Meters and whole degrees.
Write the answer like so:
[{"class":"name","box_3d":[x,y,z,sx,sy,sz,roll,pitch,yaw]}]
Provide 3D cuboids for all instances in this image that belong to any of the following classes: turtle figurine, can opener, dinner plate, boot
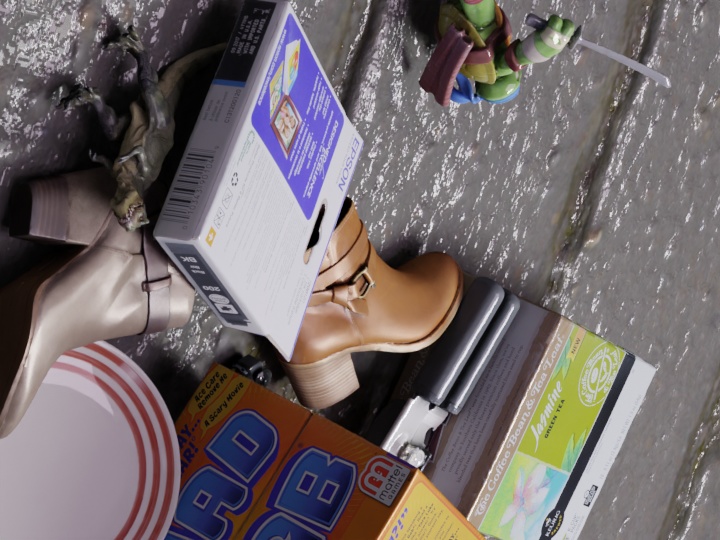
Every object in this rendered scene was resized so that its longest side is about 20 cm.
[{"class":"turtle figurine","box_3d":[0.121,-0.229,1.610,0.194,0.199,0.145,51,35,-45]},{"class":"can opener","box_3d":[0.061,0.094,1.725,0.053,0.066,0.201,30,95,-50]},{"class":"dinner plate","box_3d":[-0.222,0.141,1.434,0.199,0.024,0.202,4,81,-30]},{"class":"boot","box_3d":[0.000,0.000,1.655,0.200,0.077,0.156,-34,129,-25]},{"class":"boot","box_3d":[-0.185,0.024,1.424,0.146,0.070,0.201,10,93,-41]}]

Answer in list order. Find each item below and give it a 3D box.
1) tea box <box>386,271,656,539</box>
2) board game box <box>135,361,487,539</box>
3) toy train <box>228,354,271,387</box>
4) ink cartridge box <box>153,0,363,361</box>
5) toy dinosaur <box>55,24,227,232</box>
[{"class":"tea box","box_3d":[0.133,0.131,1.821,0.196,0.133,0.201,25,90,-52]},{"class":"board game box","box_3d":[-0.049,0.227,1.527,0.201,0.199,0.200,-58,148,-12]},{"class":"toy train","box_3d":[-0.089,0.159,1.653,0.046,0.034,0.201,-30,130,-34]},{"class":"ink cartridge box","box_3d":[-0.069,-0.063,1.494,0.200,0.043,0.199,58,46,-57]},{"class":"toy dinosaur","box_3d":[-0.154,-0.113,1.407,0.088,0.047,0.201,46,46,-28]}]
